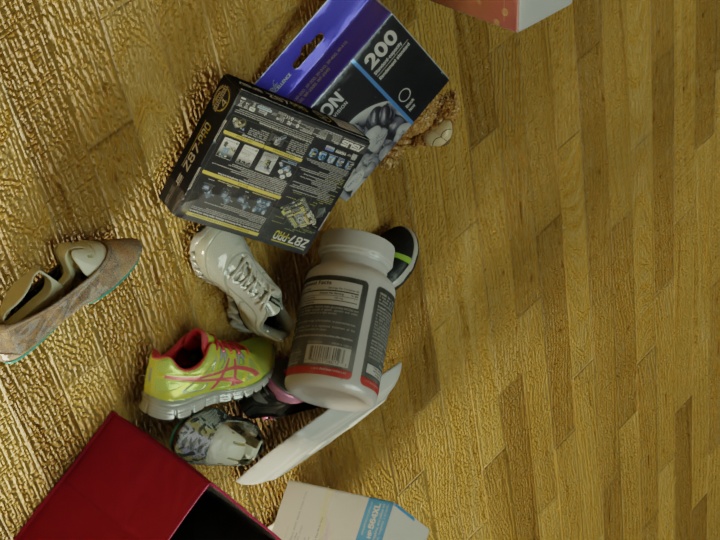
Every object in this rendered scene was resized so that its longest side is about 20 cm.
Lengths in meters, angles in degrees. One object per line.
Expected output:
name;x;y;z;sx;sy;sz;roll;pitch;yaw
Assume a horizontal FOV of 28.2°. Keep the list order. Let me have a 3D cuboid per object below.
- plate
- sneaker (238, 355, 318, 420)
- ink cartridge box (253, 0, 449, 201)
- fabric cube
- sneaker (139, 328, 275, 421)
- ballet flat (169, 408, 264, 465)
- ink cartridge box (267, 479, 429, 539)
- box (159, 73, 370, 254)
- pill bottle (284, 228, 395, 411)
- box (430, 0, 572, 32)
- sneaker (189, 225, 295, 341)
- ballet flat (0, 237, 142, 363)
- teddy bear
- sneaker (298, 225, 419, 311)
plate;-0.049;0.208;1.857;0.199;0.032;0.199;-30;172;-37
sneaker;-0.088;0.157;1.853;0.095;0.079;0.199;-40;158;21
ink cartridge box;-0.014;-0.209;1.668;0.199;0.043;0.200;-49;135;2
fabric cube;-0.236;0.320;1.634;0.201;0.198;0.196;-53;138;-12
sneaker;-0.175;0.107;1.697;0.199;0.078;0.091;-22;120;-46
ballet flat;-0.162;0.206;1.733;0.073;0.072;0.200;-63;163;1
ink cartridge box;-0.031;0.375;1.961;0.129;0.198;0.126;46;58;-53
box;-0.104;-0.114;1.607;0.199;0.049;0.162;16;110;-42
pill bottle;-0.019;0.060;1.740;0.116;0.115;0.202;40;56;-54
box;0.141;-0.388;1.661;0.106;0.199;0.154;-31;134;-35
sneaker;-0.134;0.013;1.682;0.075;0.081;0.201;-48;141;-15
ballet flat;-0.309;0.014;1.479;0.200;0.068;0.068;-44;134;-26
teddy bear;0.058;-0.199;1.796;0.146;0.066;0.200;-54;143;-7
sneaker;0.000;0.000;1.847;0.200;0.071;0.083;-45;139;-24
